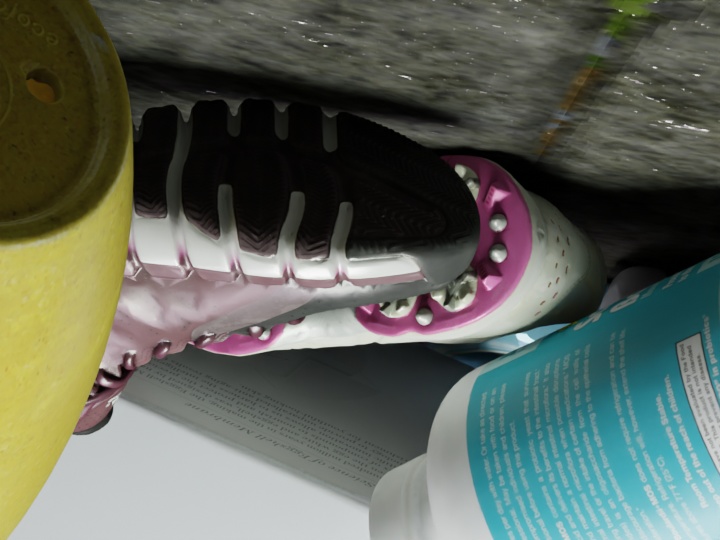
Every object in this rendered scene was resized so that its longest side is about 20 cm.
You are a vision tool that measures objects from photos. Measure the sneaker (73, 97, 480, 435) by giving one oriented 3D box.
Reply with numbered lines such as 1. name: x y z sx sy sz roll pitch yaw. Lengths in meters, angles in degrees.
1. sneaker: -0.062 0.008 0.851 0.199 0.076 0.116 5 130 3

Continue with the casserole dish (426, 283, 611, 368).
1. casserole dish: 0.113 0.034 1.156 0.199 0.039 0.121 13 171 -15

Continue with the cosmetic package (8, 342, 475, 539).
1. cosmetic package: -0.059 0.089 1.075 0.198 0.124 0.200 23 -164 11

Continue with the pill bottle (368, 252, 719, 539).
1. pill bottle: 0.100 0.066 0.895 0.199 0.111 0.111 -27 152 31

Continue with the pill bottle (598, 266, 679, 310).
1. pill bottle: 0.190 0.069 1.034 0.199 0.113 0.112 10 172 -3

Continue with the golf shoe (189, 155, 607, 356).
1. golf shoe: 0.000 0.000 0.945 0.199 0.076 0.091 4 174 42

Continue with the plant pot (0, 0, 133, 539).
1. plant pot: -0.138 -0.019 0.672 0.199 0.201 0.142 15 144 -31

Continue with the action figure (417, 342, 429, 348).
1. action figure: 0.103 0.067 1.263 0.199 0.070 0.130 18 -176 -13
